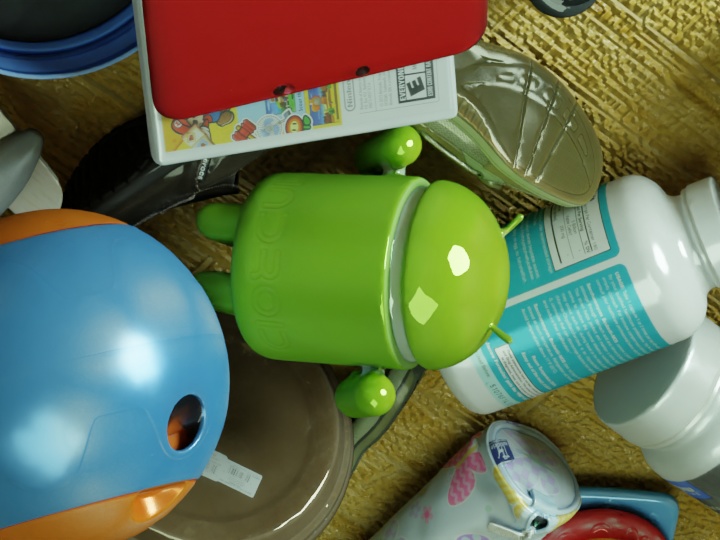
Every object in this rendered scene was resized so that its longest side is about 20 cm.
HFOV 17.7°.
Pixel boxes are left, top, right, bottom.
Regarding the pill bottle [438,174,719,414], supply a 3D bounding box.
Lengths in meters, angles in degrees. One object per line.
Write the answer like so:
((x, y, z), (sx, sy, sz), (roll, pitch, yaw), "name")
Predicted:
((0.143, 0.009, 1.466), (0.200, 0.111, 0.111), (-21, 126, 16), "pill bottle")

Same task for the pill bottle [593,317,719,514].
((0.259, 0.109, 1.544), (0.200, 0.114, 0.114), (33, 121, -23), "pill bottle")

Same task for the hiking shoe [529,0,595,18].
((0.125, -0.217, 1.292), (0.075, 0.101, 0.200), (6, 128, -5), "hiking shoe")

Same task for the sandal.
((-0.021, 0.109, 1.576), (0.057, 0.080, 0.201), (35, 115, -5), "sandal")

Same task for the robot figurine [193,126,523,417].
((0.000, 0.000, 1.399), (0.199, 0.176, 0.116), (3, 172, 20), "robot figurine")

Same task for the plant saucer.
((-0.098, 0.100, 1.484), (0.199, 0.201, 0.029), (13, 153, -11), "plant saucer")

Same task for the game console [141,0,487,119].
((-0.036, -0.199, 1.276), (0.199, 0.173, 0.119), (-14, 168, -13), "game console")

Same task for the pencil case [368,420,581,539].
((0.067, 0.193, 1.624), (0.083, 0.091, 0.200), (15, 131, -39), "pencil case")

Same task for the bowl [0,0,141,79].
((-0.176, -0.208, 1.281), (0.200, 0.039, 0.201), (-6, 107, -21), "bowl")

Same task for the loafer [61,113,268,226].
((-0.105, -0.064, 1.429), (0.200, 0.073, 0.071), (-31, 123, 23), "loafer")

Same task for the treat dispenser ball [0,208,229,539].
((-0.176, 0.064, 1.351), (0.200, 0.201, 0.201), (0, 129, 0), "treat dispenser ball")

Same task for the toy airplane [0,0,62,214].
((-0.268, -0.109, 1.349), (0.199, 0.141, 0.200), (7, 128, -6), "toy airplane")

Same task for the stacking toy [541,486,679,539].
((0.170, 0.253, 1.602), (0.109, 0.200, 0.116), (2, 129, -3), "stacking toy")

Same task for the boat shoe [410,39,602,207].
((0.061, -0.101, 1.411), (0.200, 0.073, 0.063), (29, 157, -25), "boat shoe")

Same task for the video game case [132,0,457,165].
((-0.040, -0.171, 1.305), (0.181, 0.023, 0.201), (-10, 109, -14), "video game case")
